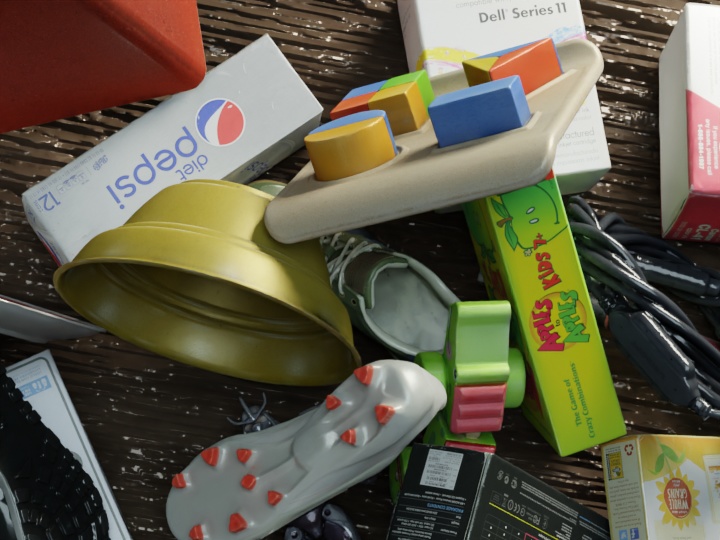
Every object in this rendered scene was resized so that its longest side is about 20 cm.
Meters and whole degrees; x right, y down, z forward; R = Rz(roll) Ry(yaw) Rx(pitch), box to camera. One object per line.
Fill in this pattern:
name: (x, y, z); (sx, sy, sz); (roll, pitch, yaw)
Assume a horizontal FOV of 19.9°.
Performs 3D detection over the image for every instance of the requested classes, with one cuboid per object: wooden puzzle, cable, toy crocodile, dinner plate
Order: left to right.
dinner plate: (-0.254, 0.016, 1.267); (0.199, 0.200, 0.024); (17, 88, -3)
wooden puzzle: (0.045, -0.093, 1.265); (0.184, 0.200, 0.046); (-13, 111, 21)
toy crocodile: (0.064, 0.106, 1.311); (0.067, 0.062, 0.201); (2, 121, -15)
cable: (0.209, 0.021, 1.344); (0.200, 0.163, 0.051); (49, 119, 22)

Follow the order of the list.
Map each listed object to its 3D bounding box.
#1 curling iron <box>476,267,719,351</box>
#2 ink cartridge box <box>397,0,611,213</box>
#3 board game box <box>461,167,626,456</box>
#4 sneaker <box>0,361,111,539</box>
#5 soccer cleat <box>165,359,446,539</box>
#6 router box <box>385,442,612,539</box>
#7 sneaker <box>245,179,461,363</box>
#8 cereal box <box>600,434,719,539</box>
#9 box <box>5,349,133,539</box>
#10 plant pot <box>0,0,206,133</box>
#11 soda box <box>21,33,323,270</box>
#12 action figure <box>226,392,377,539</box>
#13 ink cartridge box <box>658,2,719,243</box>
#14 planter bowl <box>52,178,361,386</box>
curling iron: (0.172, 0.040, 1.394); (0.199, 0.026, 0.050); (26, 65, -1)
ink cartridge box: (0.093, -0.150, 1.407); (0.116, 0.067, 0.201); (-9, 79, -7)
board game box: (0.111, 0.008, 1.319); (0.047, 0.102, 0.201); (-18, 104, -6)
sneaker: (-0.229, 0.128, 1.256); (0.201, 0.087, 0.076); (60, 34, -10)
soccer cleat: (-0.033, 0.119, 1.273); (0.200, 0.077, 0.070); (-32, 67, 24)
router box: (0.087, 0.208, 1.270); (0.062, 0.200, 0.151); (4, 71, 38)
sneaker: (0.000, 0.000, 1.352); (0.200, 0.090, 0.067); (37, 76, 2)
cereal box: (0.224, 0.208, 1.323); (0.143, 0.039, 0.201); (7, 74, -41)
box: (-0.208, 0.166, 1.307); (0.116, 0.060, 0.201); (-22, 81, -10)
plant pot: (-0.231, -0.212, 1.299); (0.199, 0.176, 0.201); (-12, 78, 13)
soda box: (-0.124, -0.070, 1.367); (0.200, 0.063, 0.068); (-35, 82, -13)
action figure: (-0.029, 0.166, 1.323); (0.130, 0.069, 0.201); (-31, 77, 6)
ink cartridge box: (0.308, -0.093, 1.401); (0.199, 0.086, 0.148); (6, 66, -6)
planter bowl: (-0.086, -0.002, 1.290); (0.199, 0.200, 0.084); (16, 71, -3)
